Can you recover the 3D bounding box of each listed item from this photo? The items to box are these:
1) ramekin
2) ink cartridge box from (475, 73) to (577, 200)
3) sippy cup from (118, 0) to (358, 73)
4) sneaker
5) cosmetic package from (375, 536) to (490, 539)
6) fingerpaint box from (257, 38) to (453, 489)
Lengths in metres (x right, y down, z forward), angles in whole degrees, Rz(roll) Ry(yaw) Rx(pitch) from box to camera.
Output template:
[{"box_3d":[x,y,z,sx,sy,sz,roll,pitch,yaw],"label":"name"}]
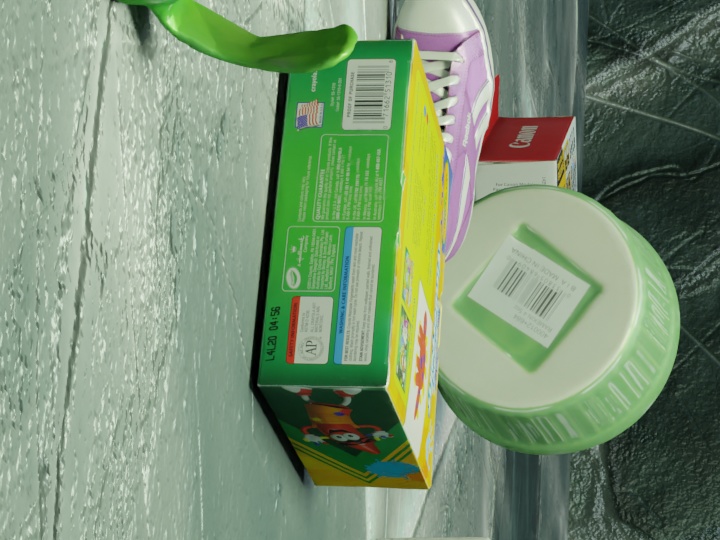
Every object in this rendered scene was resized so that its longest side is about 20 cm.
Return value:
[{"box_3d":[0.135,0.032,1.696,0.098,0.199,0.201,45,46,-66],"label":"ramekin"},{"box_3d":[0.157,-0.085,2.143,0.200,0.084,0.176,-59,148,-71],"label":"ink cartridge box"},{"box_3d":[-0.031,-0.171,0.868,0.178,0.130,0.140,69,24,-67],"label":"sippy cup"},{"box_3d":[0.049,-0.097,1.537,0.114,0.072,0.201,-33,123,-75],"label":"sneaker"},{"box_3d":[0.061,0.255,1.580,0.200,0.085,0.108,57,33,-71],"label":"cosmetic package"},{"box_3d":[0.000,0.000,1.233,0.167,0.073,0.200,67,26,-65],"label":"fingerpaint box"}]
